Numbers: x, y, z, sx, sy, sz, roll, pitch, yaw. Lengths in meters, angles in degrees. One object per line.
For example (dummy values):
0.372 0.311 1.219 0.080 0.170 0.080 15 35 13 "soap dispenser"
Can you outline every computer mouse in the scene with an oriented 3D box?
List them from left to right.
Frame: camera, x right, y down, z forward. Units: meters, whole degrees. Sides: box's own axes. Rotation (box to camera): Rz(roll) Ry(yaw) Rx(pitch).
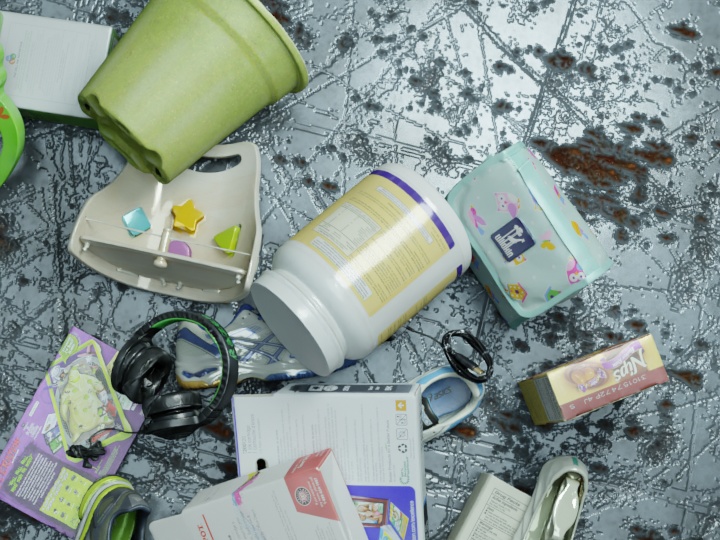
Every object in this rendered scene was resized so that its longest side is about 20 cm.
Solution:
0.057 0.063 1.741 0.199 0.034 0.059 26 75 22 "computer mouse"

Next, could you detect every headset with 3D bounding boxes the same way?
-0.219 0.128 1.689 0.200 0.094 0.124 -44 71 14 "headset"

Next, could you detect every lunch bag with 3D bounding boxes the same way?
0.173 -0.040 1.705 0.122 0.200 0.171 -32 87 -11 "lunch bag"

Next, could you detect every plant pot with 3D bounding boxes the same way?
-0.187 -0.198 1.695 0.200 0.200 0.184 41 77 2 "plant pot"

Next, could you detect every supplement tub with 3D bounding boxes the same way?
0.000 0.000 1.681 0.200 0.145 0.146 -39 87 -18 "supplement tub"

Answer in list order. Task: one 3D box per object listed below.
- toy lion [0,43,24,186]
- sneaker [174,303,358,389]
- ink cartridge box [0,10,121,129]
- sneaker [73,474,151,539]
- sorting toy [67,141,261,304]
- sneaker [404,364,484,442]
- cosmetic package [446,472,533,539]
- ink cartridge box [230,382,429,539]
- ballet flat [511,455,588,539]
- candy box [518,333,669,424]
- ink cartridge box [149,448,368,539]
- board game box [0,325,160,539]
-0.438 -0.180 1.712 0.200 0.069 0.192 38 107 -9 "toy lion"
-0.102 0.077 1.745 0.199 0.075 0.089 -4 84 -4 "sneaker"
-0.367 -0.223 1.766 0.199 0.059 0.104 9 84 5 "ink cartridge box"
-0.271 0.318 1.694 0.074 0.081 0.201 14 88 -34 "sneaker"
-0.188 -0.068 1.749 0.199 0.107 0.181 12 73 6 "sorting toy"
0.043 0.163 1.745 0.200 0.072 0.072 -32 88 -4 "sneaker"
0.131 0.327 1.731 0.103 0.073 0.200 30 83 0 "cosmetic package"
-0.030 0.218 1.710 0.199 0.043 0.199 0 103 12 "ink cartridge box"
0.189 0.287 1.670 0.069 0.069 0.201 19 85 -1 "ballet flat"
0.240 0.116 1.695 0.116 0.200 0.057 -20 86 -5 "candy box"
-0.106 0.273 1.685 0.199 0.068 0.117 -19 98 15 "ink cartridge box"
-0.306 0.175 1.748 0.120 0.032 0.201 29 83 -4 "board game box"
